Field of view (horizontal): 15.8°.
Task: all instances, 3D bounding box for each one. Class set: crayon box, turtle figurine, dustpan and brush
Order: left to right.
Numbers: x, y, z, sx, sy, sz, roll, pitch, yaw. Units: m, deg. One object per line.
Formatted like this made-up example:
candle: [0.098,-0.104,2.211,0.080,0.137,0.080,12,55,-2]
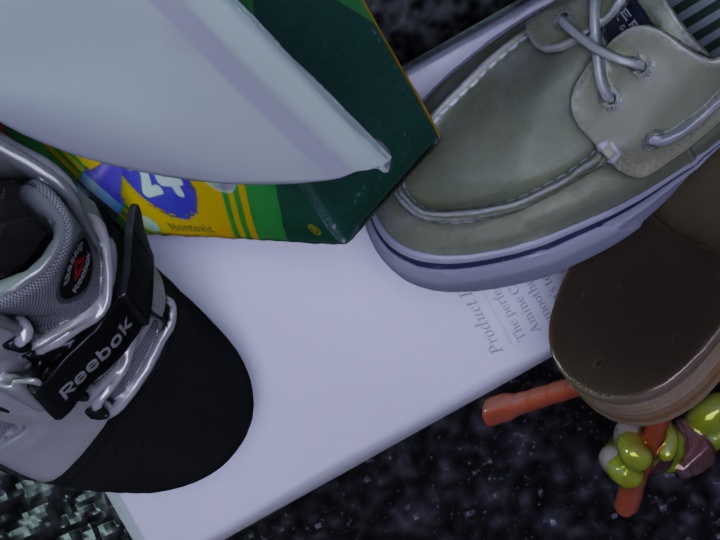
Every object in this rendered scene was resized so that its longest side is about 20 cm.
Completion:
dustpan and brush: [-0.089,-0.073,0.661,0.140,0.199,0.057,45,55,-30]
crayon box: [-0.077,-0.099,0.707,0.052,0.125,0.200,-47,121,-30]
turtle figurine: [0.142,0.064,0.818,0.199,0.064,0.162,-17,103,-9]

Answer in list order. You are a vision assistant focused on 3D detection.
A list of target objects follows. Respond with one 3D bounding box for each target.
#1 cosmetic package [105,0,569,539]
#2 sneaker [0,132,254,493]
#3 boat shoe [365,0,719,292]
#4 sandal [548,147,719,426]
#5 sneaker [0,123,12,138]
cosmetic package: [0.000,0.000,0.810,0.199,0.074,0.102,-28,95,4]
sneaker: [-0.091,0.009,0.697,0.200,0.088,0.074,35,74,-37]
boat shoe: [0.083,-0.065,0.722,0.200,0.062,0.072,-32,64,8]
sandal: [0.139,-0.036,0.766,0.078,0.070,0.212,37,84,35]
sneaker: [-0.195,-0.056,0.809,0.199,0.087,0.074,17,91,23]
